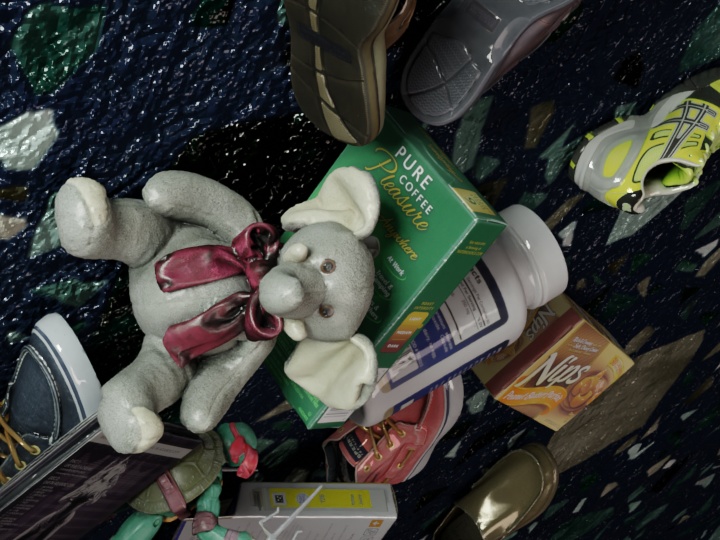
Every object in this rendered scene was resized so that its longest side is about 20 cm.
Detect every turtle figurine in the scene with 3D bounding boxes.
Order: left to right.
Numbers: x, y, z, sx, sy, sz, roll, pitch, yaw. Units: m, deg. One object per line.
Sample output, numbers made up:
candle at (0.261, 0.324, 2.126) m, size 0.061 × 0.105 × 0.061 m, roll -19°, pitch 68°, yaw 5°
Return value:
turtle figurine at (-0.140, 0.170, 0.965) m, size 0.199 × 0.150 × 0.101 m, roll -28°, pitch 124°, yaw -9°

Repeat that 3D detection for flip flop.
flip flop at (0.000, -0.151, 0.729) m, size 0.058 × 0.081 × 0.200 m, roll -44°, pitch 157°, yaw -26°

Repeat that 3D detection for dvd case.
dvd case at (-0.213, 0.163, 0.854) m, size 0.200 × 0.016 × 0.149 m, roll -38°, pitch 161°, yaw 4°

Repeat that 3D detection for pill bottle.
pill bottle at (0.060, 0.028, 0.999) m, size 0.199 × 0.111 × 0.111 m, roll -28°, pitch 149°, yaw -17°

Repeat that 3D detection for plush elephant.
plush elephant at (-0.062, 0.013, 0.783) m, size 0.154 × 0.166 × 0.200 m, roll -7°, pitch -177°, yaw 28°

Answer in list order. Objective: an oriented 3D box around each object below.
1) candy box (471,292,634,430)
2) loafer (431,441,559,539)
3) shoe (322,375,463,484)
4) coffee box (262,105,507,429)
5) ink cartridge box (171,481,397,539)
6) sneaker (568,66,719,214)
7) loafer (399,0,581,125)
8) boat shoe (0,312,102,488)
candy box at (0.197, 0.093, 1.299) m, size 0.115 × 0.055 × 0.200 m, roll -43°, pitch 150°, yaw 9°
loafer at (0.156, 0.281, 1.496) m, size 0.067 × 0.076 × 0.200 m, roll -5°, pitch 137°, yaw -53°
shoe at (0.026, 0.144, 1.164) m, size 0.091 × 0.072 × 0.200 m, roll -23°, pitch 151°, yaw -30°
coffee box at (0.000, 0.000, 0.884) m, size 0.044 × 0.123 × 0.200 m, roll 7°, pitch 126°, yaw -50°
ink cartridge box at (-0.092, 0.260, 1.180) m, size 0.199 × 0.047 × 0.198 m, roll 7°, pitch 140°, yaw -21°
sneaker at (0.273, -0.106, 1.085) m, size 0.199 × 0.076 × 0.076 m, roll -31°, pitch 148°, yaw -16°
loafer at (0.102, -0.178, 0.820) m, size 0.200 × 0.072 × 0.063 m, roll -47°, pitch 170°, yaw 27°
boat shoe at (-0.222, 0.113, 0.842) m, size 0.091 × 0.071 × 0.201 m, roll -26°, pitch 151°, yaw -29°
